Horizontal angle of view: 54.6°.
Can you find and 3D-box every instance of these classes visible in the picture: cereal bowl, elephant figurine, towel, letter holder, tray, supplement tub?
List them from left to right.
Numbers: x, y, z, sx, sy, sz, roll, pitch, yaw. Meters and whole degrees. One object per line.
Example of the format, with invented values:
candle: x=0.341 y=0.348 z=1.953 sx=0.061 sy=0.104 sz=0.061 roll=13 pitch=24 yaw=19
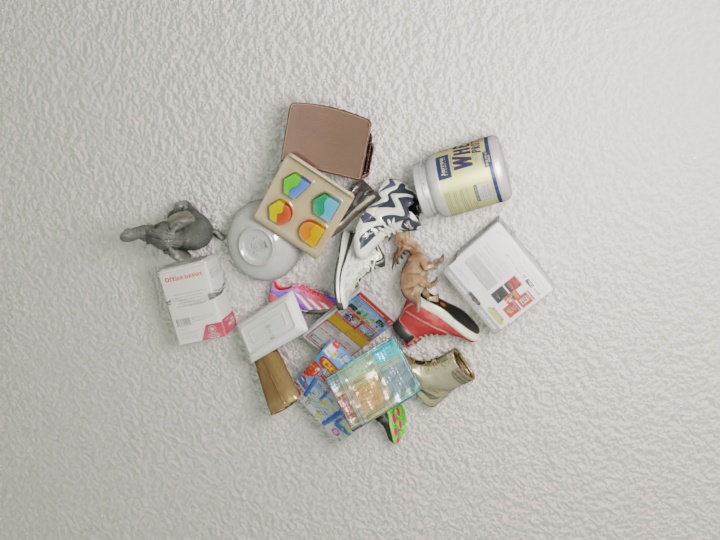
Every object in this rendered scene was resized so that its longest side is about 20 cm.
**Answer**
elephant figurine: x=-0.456 y=-0.083 z=1.705 sx=0.153 sy=0.200 sz=0.143 roll=-29 pitch=97 yaw=18
cereal bowl: x=-0.245 y=-0.069 z=1.724 sx=0.195 sy=0.083 sz=0.206 roll=3 pitch=105 yaw=13
tray: x=-0.226 y=0.142 z=1.736 sx=0.198 sy=0.022 sz=0.109 roll=-31 pitch=78 yaw=26
letter holder: x=-0.069 y=-0.305 z=1.612 sx=0.195 sy=0.101 sz=0.146 roll=14 pitch=106 yaw=9
towel: x=0.032 y=0.268 z=1.654 sx=0.197 sy=0.022 sz=0.149 roll=-30 pitch=84 yaw=-2
supplement tub: x=0.226 y=-0.203 z=1.546 sx=0.195 sy=0.145 sz=0.148 roll=-15 pitch=101 yaw=16

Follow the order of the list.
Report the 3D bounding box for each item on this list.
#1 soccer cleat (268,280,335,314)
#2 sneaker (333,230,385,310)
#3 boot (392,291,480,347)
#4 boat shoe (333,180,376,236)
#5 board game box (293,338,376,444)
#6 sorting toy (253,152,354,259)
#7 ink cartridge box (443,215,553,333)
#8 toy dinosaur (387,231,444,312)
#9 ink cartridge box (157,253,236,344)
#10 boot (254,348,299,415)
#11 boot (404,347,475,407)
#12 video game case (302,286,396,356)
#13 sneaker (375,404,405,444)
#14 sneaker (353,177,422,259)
soccer cleat: x=-0.138 y=0.068 z=1.747 sx=0.195 sy=0.068 sz=0.075 roll=3 pitch=97 yaw=13
sneaker: x=0.000 y=0.000 z=1.648 sx=0.112 sy=0.076 sz=0.205 roll=5 pitch=65 yaw=6
boot: x=0.182 y=0.148 z=1.696 sx=0.197 sy=0.072 sz=0.146 roll=30 pitch=115 yaw=5
boat shoe: x=-0.047 y=-0.138 z=1.672 sx=0.199 sy=0.067 sz=0.058 roll=-38 pitch=78 yaw=19
board game box: x=-0.059 y=0.307 z=1.750 sx=0.200 sy=0.056 sz=0.196 roll=45 pitch=131 yaw=6
sorting toy: x=-0.135 y=-0.143 z=1.616 sx=0.183 sy=0.037 sz=0.202 roll=31 pitch=118 yaw=-5
ink cartridge box: x=0.316 y=0.011 z=1.615 sx=0.175 sy=0.084 sz=0.201 roll=-40 pitch=93 yaw=19
toy dinosaur: x=0.121 y=0.006 z=1.634 sx=0.132 sy=0.086 sz=0.205 roll=5 pitch=71 yaw=14
ink cartridge box: x=-0.420 y=0.072 z=1.801 sx=0.142 sy=0.085 sz=0.205 roll=-10 pitch=104 yaw=15
boot: x=-0.200 y=0.237 z=1.771 sx=0.174 sy=0.065 sz=0.203 roll=-36 pitch=71 yaw=31
boot: x=0.167 y=0.228 z=1.694 sx=0.200 sy=0.073 sz=0.154 roll=44 pitch=123 yaw=-13
video game case: x=-0.027 y=0.141 z=1.733 sx=0.199 sy=0.018 sz=0.143 roll=-38 pitch=121 yaw=19
sneaker: x=0.053 y=0.350 z=1.784 sx=0.083 sy=0.076 sz=0.204 roll=-16 pitch=104 yaw=42
sneaker: x=0.074 y=-0.103 z=1.596 sx=0.128 sy=0.080 sz=0.202 roll=25 pitch=78 yaw=35
